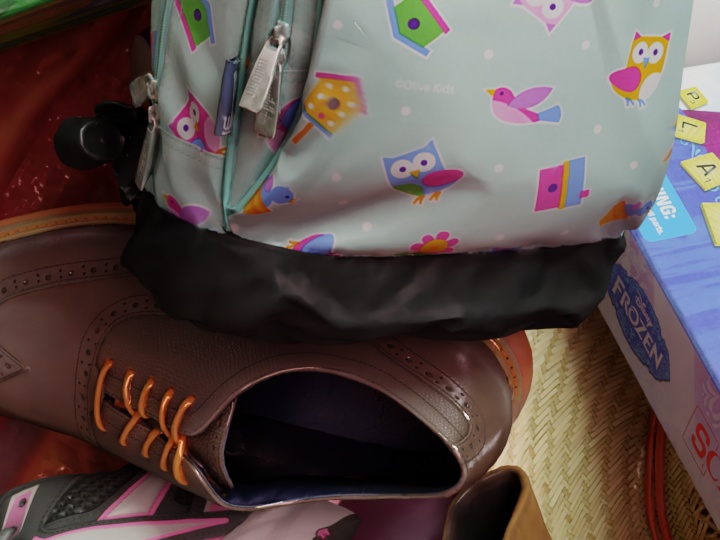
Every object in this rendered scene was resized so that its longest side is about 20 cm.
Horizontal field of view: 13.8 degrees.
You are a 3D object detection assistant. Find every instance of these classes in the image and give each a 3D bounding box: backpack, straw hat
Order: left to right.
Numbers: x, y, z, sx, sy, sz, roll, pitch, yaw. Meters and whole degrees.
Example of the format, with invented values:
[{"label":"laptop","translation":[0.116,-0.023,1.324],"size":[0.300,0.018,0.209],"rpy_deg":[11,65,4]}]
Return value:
[{"label":"backpack","translation":[0.021,-0.082,0.810],"size":[0.167,0.127,0.200],"rpy_deg":[-4,116,-30]},{"label":"straw hat","translation":[0.135,0.059,0.955],"size":[0.201,0.085,0.201],"rpy_deg":[0,90,-42]}]

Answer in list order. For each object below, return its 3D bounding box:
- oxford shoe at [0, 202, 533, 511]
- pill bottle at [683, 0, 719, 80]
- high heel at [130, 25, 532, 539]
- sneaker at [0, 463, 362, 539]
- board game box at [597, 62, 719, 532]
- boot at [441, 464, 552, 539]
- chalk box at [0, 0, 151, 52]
[{"label":"oxford shoe","translation":[-0.053,0.028,0.871],"size":[0.200,0.073,0.071],"rpy_deg":[4,118,12]},{"label":"pill bottle","translation":[0.161,-0.122,1.007],"size":[0.200,0.114,0.114],"rpy_deg":[-23,92,-25]},{"label":"high heel","translation":[0.000,0.000,0.943],"size":[0.096,0.067,0.200],"rpy_deg":[-28,109,-15]},{"label":"sneaker","translation":[-0.091,0.109,0.870],"size":[0.086,0.080,0.200],"rpy_deg":[35,36,17]},{"label":"board game box","translation":[0.180,0.014,0.913],"size":[0.199,0.041,0.200],"rpy_deg":[-11,55,-23]},{"label":"boot","translation":[0.080,0.181,0.861],"size":[0.068,0.188,0.200],"rpy_deg":[-13,125,12]},{"label":"chalk box","translation":[-0.075,-0.144,0.902],"size":[0.200,0.124,0.124],"rpy_deg":[-20,90,-23]}]
